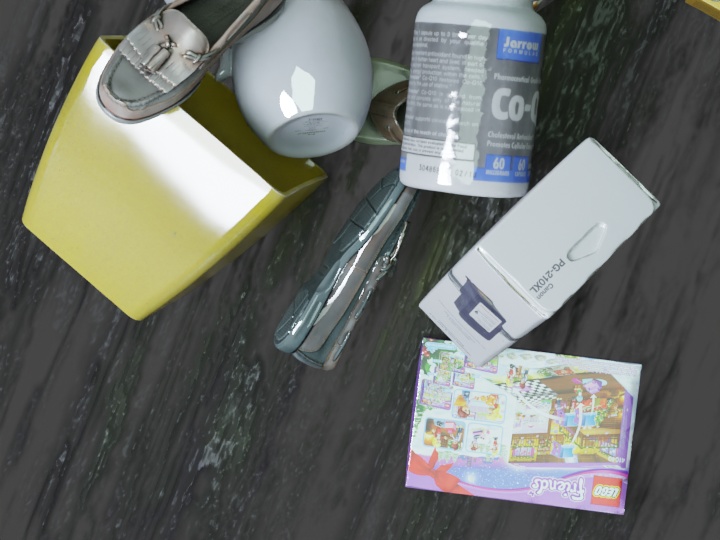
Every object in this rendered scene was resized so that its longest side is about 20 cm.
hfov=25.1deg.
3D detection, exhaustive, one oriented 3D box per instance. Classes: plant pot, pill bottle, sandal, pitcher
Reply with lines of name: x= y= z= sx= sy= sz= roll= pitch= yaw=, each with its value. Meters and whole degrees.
plant pot: x=-0.175 y=-0.073 z=1.410 sx=0.200 sy=0.200 sz=0.176 roll=41 pitch=102 yaw=2
pill bottle: x=0.098 y=-0.167 z=1.379 sx=0.113 sy=0.114 sz=0.201 roll=6 pitch=98 yaw=3
sandal: x=0.053 y=-0.143 z=1.458 sx=0.200 sy=0.057 sz=0.080 roll=16 pitch=90 yaw=4
pitcher: x=-0.081 y=-0.201 z=1.408 sx=0.171 sy=0.121 sz=0.201 roll=-7 pitch=66 yaw=-8

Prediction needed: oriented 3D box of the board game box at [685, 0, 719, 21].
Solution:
board game box: x=0.407 y=-0.295 z=1.452 sx=0.153 sy=0.040 sz=0.200 roll=28 pitch=91 yaw=2

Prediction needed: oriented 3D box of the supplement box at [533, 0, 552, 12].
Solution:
supplement box: x=0.191 y=-0.333 z=1.445 sx=0.200 sy=0.074 sz=0.126 roll=-36 pitch=89 yaw=2

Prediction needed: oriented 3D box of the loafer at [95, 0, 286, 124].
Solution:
loafer: x=-0.132 y=-0.195 z=1.291 sx=0.072 sy=0.063 sz=0.200 roll=44 pitch=61 yaw=5

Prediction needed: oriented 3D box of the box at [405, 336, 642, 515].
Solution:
box: x=0.146 y=0.139 z=1.463 sx=0.199 sy=0.039 sz=0.137 roll=7 pitch=90 yaw=2

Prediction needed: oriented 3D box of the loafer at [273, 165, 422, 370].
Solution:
loafer: x=0.000 y=0.000 z=1.464 sx=0.063 sy=0.072 sz=0.200 roll=33 pitch=98 yaw=-17

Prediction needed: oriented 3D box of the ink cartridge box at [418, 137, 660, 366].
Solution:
ink cartridge box: x=0.146 y=-0.012 z=1.366 sx=0.084 sy=0.200 sz=0.145 roll=46 pitch=72 yaw=2
